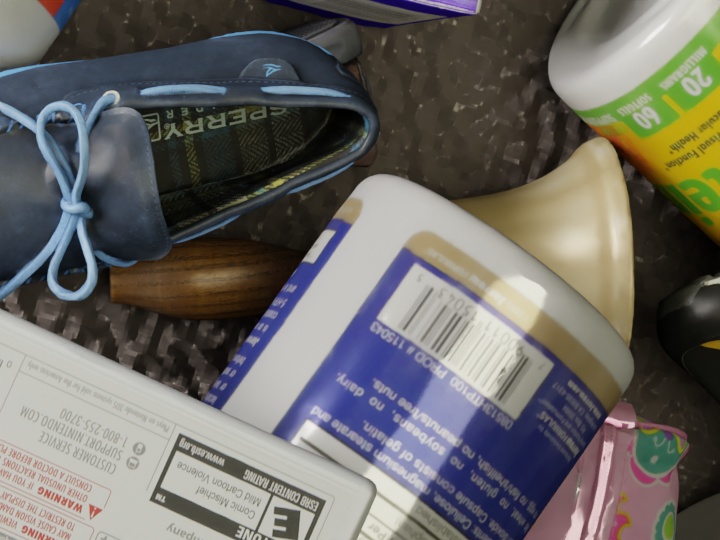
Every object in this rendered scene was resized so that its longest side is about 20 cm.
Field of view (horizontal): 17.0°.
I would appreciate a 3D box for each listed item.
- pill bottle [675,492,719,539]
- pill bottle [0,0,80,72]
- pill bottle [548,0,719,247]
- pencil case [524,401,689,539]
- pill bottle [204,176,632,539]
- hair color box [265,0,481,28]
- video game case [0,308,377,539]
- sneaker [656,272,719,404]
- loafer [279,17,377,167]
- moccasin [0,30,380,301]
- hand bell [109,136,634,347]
[{"bbox_3d":[0.189,0.196,1.004,0.119,0.120,0.201,-36,104,-14],"label":"pill bottle"},{"bbox_3d":[-0.138,-0.141,0.869,0.112,0.112,0.201,34,82,-18],"label":"pill bottle"},{"bbox_3d":[0.182,-0.053,0.990,0.200,0.111,0.111,41,80,-17],"label":"pill bottle"},{"bbox_3d":[0.072,0.150,0.925,0.087,0.087,0.202,17,76,-20],"label":"pencil case"},{"bbox_3d":[-0.006,0.080,0.843,0.119,0.120,0.201,38,83,-18],"label":"pill bottle"},{"bbox_3d":[0.018,-0.199,0.923,0.064,0.109,0.202,12,89,-18],"label":"hair color box"},{"bbox_3d":[-0.120,0.109,0.753,0.199,0.022,0.184,25,86,-4],"label":"video game case"},{"bbox_3d":[0.202,0.071,0.973,0.199,0.070,0.091,26,56,-24],"label":"sneaker"},{"bbox_3d":[-0.079,-0.035,0.921,0.199,0.072,0.063,-25,105,-20],"label":"loafer"},{"bbox_3d":[-0.085,-0.040,0.837,0.199,0.068,0.081,-25,121,-21],"label":"moccasin"},{"bbox_3d":[0.000,0.000,0.955,0.198,0.104,0.105,-1,94,-7],"label":"hand bell"}]
